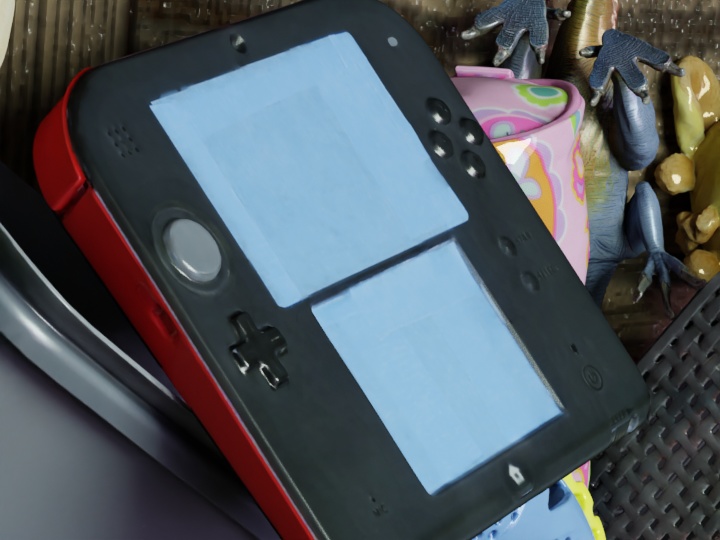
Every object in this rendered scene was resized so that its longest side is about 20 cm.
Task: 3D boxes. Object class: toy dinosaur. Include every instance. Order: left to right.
[{"bbox_3d":[0.102,-0.030,1.160,0.182,0.105,0.200,72,36,-53],"label":"toy dinosaur"}]

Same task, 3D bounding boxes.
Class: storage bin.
[{"bbox_3d":[-0.115,0.059,0.921,0.134,0.146,0.200,-43,134,3],"label":"storage bin"},{"bbox_3d":[0.153,0.090,1.156,0.135,0.094,0.200,0,136,-49],"label":"storage bin"}]

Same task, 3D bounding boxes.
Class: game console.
[{"bbox_3d":[0.000,0.000,0.913,0.177,0.031,0.200,54,34,8],"label":"game console"}]

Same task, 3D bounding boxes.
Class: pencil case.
[{"bbox_3d":[0.043,0.028,1.073,0.087,0.087,0.200,-25,120,-41],"label":"pencil case"}]

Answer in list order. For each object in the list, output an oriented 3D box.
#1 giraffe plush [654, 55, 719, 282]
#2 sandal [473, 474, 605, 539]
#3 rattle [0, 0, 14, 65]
[{"bbox_3d":[0.210,-0.038,1.246,0.162,0.173,0.200,4,131,-37],"label":"giraffe plush"},{"bbox_3d":[0.023,0.067,1.000,0.200,0.079,0.087,59,15,-18],"label":"sandal"},{"bbox_3d":[-0.175,-0.098,0.876,0.130,0.143,0.200,-8,63,-12],"label":"rattle"}]
